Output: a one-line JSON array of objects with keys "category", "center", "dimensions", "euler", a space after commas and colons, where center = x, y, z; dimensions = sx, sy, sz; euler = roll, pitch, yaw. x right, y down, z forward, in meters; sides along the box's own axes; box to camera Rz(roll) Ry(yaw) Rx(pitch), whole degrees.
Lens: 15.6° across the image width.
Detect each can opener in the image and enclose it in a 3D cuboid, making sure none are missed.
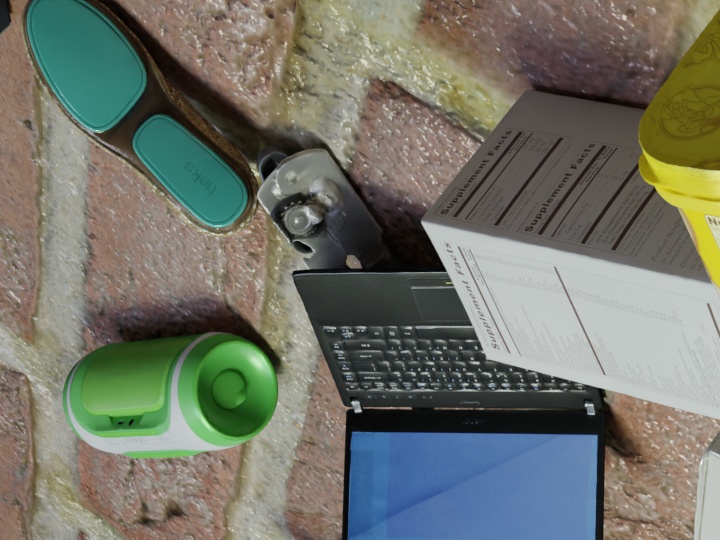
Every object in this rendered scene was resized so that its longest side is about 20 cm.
[{"category": "can opener", "center": [0.000, 0.000, 1.677], "dimensions": [0.200, 0.053, 0.067], "euler": [55, -178, -26]}]

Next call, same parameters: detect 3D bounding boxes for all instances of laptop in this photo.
[{"category": "laptop", "center": [0.054, 0.101, 1.620], "dimensions": [0.176, 0.104, 0.201], "euler": [-1, 136, 20]}]

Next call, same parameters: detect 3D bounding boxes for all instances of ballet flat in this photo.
[{"category": "ballet flat", "center": [-0.141, -0.098, 1.676], "dimensions": [0.200, 0.070, 0.065], "euler": [50, -178, 4]}]

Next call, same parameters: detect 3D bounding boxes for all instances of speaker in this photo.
[{"category": "speaker", "center": [-0.143, 0.092, 1.938], "dimensions": [0.089, 0.089, 0.199], "euler": [51, 151, -20]}]

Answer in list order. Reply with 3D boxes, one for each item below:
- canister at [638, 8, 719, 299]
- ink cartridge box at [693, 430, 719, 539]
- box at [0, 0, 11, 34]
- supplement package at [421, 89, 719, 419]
[{"category": "canister", "center": [0.220, -0.027, 1.230], "dimensions": [0.086, 0.149, 0.201], "euler": [13, 144, 42]}, {"category": "ink cartridge box", "center": [0.294, 0.157, 1.476], "dimensions": [0.199, 0.083, 0.147], "euler": [28, 150, 22]}, {"category": "box", "center": [-0.349, -0.229, 1.692], "dimensions": [0.196, 0.118, 0.201], "euler": [27, 149, 24]}, {"category": "supplement package", "center": [0.152, -0.008, 1.384], "dimensions": [0.199, 0.110, 0.114], "euler": [14, 143, 41]}]
